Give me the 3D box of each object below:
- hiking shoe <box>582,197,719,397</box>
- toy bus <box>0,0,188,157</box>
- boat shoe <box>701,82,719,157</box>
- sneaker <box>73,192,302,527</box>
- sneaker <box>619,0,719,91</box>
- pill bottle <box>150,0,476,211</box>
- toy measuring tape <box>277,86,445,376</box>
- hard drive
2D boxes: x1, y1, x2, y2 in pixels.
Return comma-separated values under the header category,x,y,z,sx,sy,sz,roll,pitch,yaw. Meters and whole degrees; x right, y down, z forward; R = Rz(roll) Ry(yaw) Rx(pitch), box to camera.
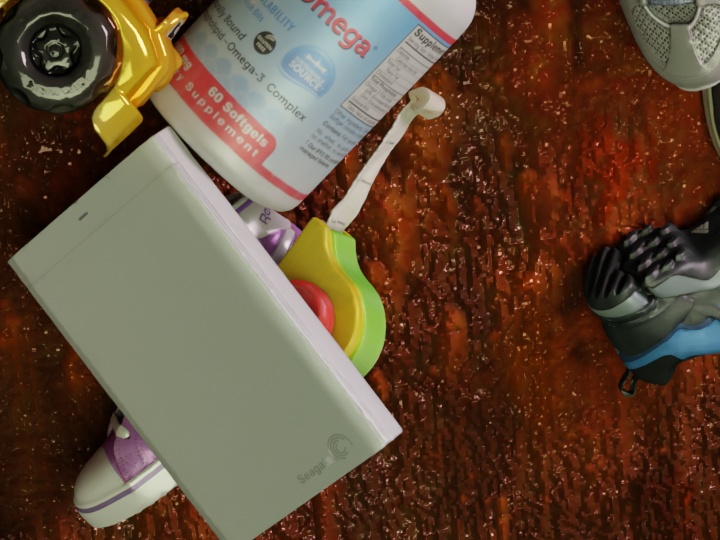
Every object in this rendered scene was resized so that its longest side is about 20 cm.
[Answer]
category,x,y,z,sx,sy,sz,roll,pitch,yaw
hiking shoe,0.230,-0.001,1.607,0.200,0.074,0.087,-20,122,8
toy bus,-0.138,-0.185,1.412,0.192,0.136,0.200,-42,96,-3
boat shoe,0.238,-0.142,1.548,0.072,0.065,0.200,7,109,-13
sneaker,-0.111,0.042,1.554,0.114,0.073,0.200,43,87,-19
sneaker,0.156,-0.188,1.495,0.075,0.082,0.200,-7,109,23
pill bottle,-0.011,-0.135,1.478,0.109,0.109,0.200,40,99,-22
toy measuring tape,0.000,0.000,1.495,0.074,0.074,0.200,33,98,-21
hard drive,-0.084,0.039,1.478,0.132,0.026,0.200,-37,90,36
